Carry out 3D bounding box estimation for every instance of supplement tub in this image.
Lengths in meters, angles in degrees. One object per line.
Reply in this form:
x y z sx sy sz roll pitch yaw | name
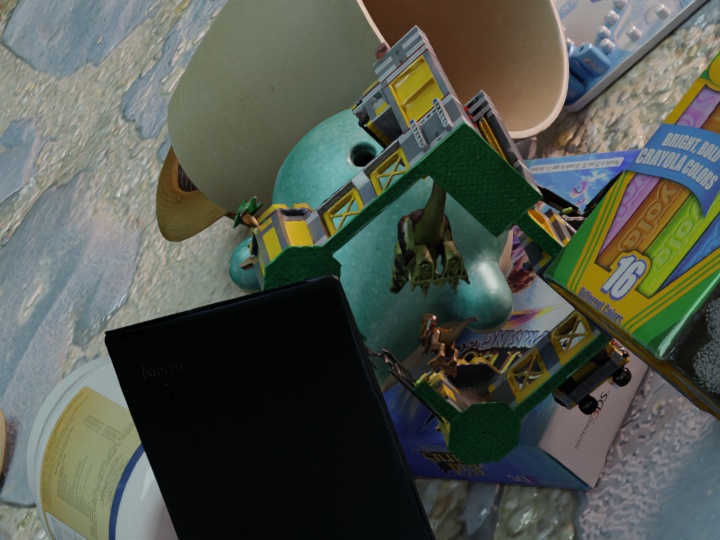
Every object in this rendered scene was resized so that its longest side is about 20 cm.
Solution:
-0.096 0.122 1.328 0.145 0.144 0.200 -56 26 -8 | supplement tub

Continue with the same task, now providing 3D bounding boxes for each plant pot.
-0.014 -0.115 1.393 0.200 0.187 0.188 -32 32 37 | plant pot

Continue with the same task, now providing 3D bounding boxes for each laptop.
0.003 0.096 1.112 0.187 0.199 0.116 -14 64 51 | laptop

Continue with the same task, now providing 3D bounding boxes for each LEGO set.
0.037 -0.017 1.141 0.154 0.200 0.116 -48 29 17 | LEGO set

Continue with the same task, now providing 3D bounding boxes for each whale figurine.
0.000 0.000 1.231 0.158 0.104 0.201 11 58 22 | whale figurine

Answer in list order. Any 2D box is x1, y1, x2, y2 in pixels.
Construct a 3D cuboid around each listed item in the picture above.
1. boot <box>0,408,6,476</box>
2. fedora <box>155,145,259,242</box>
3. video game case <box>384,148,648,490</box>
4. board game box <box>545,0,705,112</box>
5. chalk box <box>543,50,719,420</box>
-0.342 0.144 1.677 0.073 0.155 0.201 -19 41 47 | boot
-0.051 -0.086 1.583 0.200 0.082 0.201 -40 29 28 | fedora
0.085 0.024 1.274 0.200 0.045 0.182 -3 55 56 | video game case
0.177 -0.213 1.442 0.200 0.026 0.200 -41 28 21 | board game box
0.204 -0.025 1.058 0.200 0.125 0.124 -51 27 0 | chalk box
